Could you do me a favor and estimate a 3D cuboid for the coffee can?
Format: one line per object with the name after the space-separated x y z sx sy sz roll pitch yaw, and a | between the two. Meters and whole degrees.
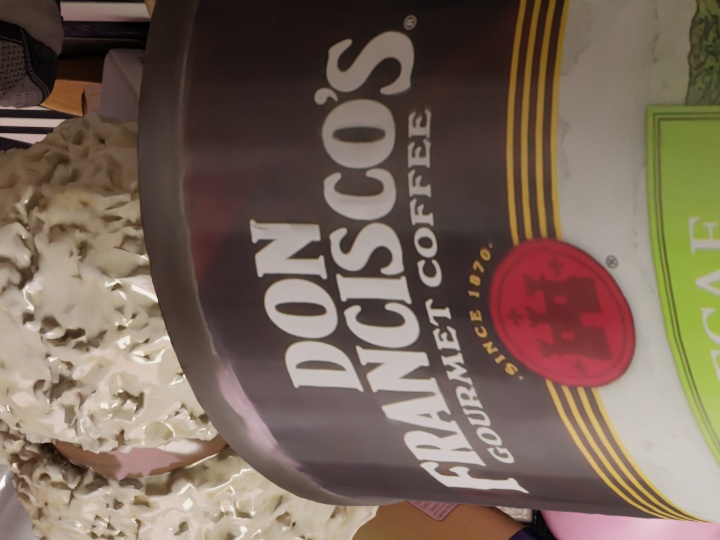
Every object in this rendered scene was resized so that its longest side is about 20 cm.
0.079 -0.024 0.543 0.199 0.147 0.146 1 178 35 | coffee can

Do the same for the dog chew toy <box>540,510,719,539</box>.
0.059 0.013 0.948 0.124 0.200 0.125 -35 169 -8 | dog chew toy

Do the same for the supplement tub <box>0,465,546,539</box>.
-0.040 0.108 0.961 0.199 0.145 0.144 33 -175 12 | supplement tub

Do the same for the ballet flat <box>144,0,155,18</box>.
0.004 -0.064 0.805 0.072 0.068 0.200 21 -172 28 | ballet flat

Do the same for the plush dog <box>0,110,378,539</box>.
-0.061 0.024 0.803 0.199 0.161 0.172 -3 145 17 | plush dog

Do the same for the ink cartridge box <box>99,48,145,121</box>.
0.000 0.000 1.087 0.199 0.145 0.084 2 -158 -17 | ink cartridge box

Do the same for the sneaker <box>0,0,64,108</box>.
-0.157 -0.055 0.881 0.077 0.086 0.200 2 179 24 | sneaker

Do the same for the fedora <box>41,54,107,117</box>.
-0.057 -0.042 1.191 0.199 0.082 0.201 2 178 0 | fedora
